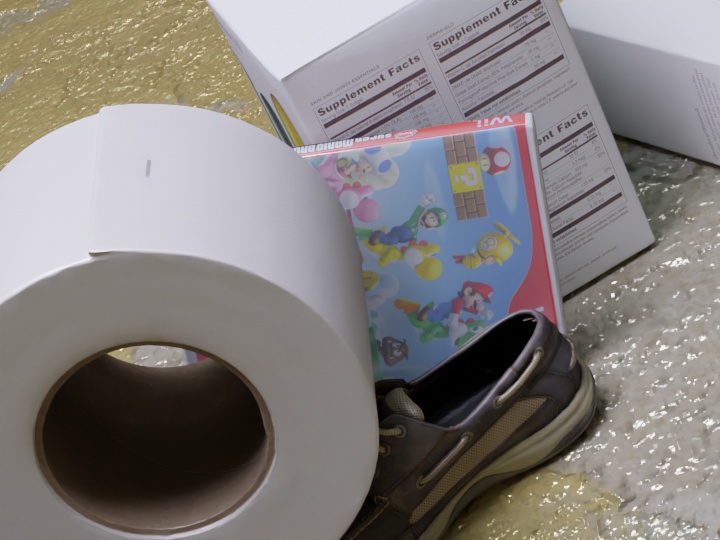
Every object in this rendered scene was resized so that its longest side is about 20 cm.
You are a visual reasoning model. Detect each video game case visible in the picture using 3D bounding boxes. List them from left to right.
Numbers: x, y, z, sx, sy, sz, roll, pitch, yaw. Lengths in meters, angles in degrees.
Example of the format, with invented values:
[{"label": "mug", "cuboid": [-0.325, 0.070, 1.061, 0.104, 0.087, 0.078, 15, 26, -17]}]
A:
[{"label": "video game case", "cuboid": [0.000, 0.000, 1.132, 0.199, 0.144, 0.017, -8, 27, 7]}]

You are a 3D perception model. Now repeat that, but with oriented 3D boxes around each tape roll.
[{"label": "tape roll", "cuboid": [-0.094, 0.042, 1.037, 0.202, 0.203, 0.139, -22, 29, 9]}]

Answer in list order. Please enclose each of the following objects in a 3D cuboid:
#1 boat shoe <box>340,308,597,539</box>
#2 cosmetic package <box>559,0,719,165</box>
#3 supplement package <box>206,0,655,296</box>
[{"label": "boat shoe", "cuboid": [0.023, 0.086, 1.095, 0.200, 0.074, 0.074, -36, 33, -14]}, {"label": "cosmetic package", "cuboid": [0.211, -0.123, 1.242, 0.107, 0.085, 0.200, -39, 33, -19]}, {"label": "supplement package", "cuboid": [0.037, -0.086, 1.209, 0.150, 0.201, 0.152, -30, 31, -5]}]
